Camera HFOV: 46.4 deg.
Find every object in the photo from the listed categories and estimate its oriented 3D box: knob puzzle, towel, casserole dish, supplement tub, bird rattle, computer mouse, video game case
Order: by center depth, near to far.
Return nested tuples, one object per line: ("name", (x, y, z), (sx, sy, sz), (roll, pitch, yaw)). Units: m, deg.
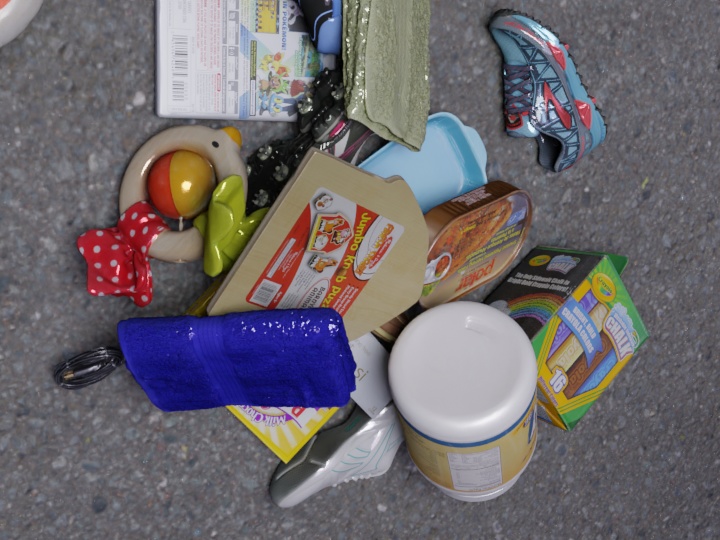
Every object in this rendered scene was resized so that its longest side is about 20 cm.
("towel", (-0.106, 0.087, 0.759), (0.196, 0.050, 0.148), (-5, 150, 6))
("knob puzzle", (-0.019, -0.008, 0.776), (0.216, 0.031, 0.223), (-15, 130, -19))
("bird rattle", (-0.169, -0.052, 0.783), (0.112, 0.196, 0.167), (32, 54, -60))
("towel", (0.030, -0.226, 0.808), (0.148, 0.036, 0.205), (8, 82, -61))
("video game case", (-0.108, -0.248, 0.811), (0.179, 0.022, 0.204), (-2, 103, -22))
("computer mouse", (-0.200, 0.076, 0.822), (0.196, 0.034, 0.059), (-10, 140, -12))
("supplement tub", (0.110, 0.142, 0.862), (0.143, 0.145, 0.201), (-33, 145, -12))
("casserole dish", (0.049, -0.085, 0.906), (0.199, 0.039, 0.122), (-36, 114, -10))

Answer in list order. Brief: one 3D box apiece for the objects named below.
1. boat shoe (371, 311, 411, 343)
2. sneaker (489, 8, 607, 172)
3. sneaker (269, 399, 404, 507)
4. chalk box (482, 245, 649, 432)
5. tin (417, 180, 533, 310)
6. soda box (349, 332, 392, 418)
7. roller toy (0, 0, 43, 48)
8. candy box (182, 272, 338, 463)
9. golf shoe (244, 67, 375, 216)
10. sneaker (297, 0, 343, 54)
("boat shoe", (0.000, 0.000, 0.844), (0.067, 0.072, 0.200), (-39, 125, 5))
("sneaker", (0.194, -0.190, 0.921), (0.095, 0.079, 0.200), (-44, 114, -5))
("sneaker", (-0.009, 0.207, 0.935), (0.199, 0.070, 0.081), (-35, 116, -12))
("chalk box", (0.234, 0.058, 0.963), (0.200, 0.124, 0.125), (-43, 114, -17))
("tin", (0.115, -0.029, 0.905), (0.198, 0.042, 0.114), (-24, 130, -41))
("soda box", (-0.035, 0.062, 0.889), (0.064, 0.068, 0.200), (-44, 115, -6))
("roller toy", (-0.341, -0.253, 0.646), (0.199, 0.139, 0.184), (37, 77, -31))
("candy box", (-0.109, 0.105, 0.892), (0.102, 0.026, 0.200), (-44, 114, -4))
("golf shoe", (-0.053, -0.100, 0.833), (0.200, 0.077, 0.088), (-46, 136, 10))
("sneaker", (-0.058, -0.301, 0.778), (0.076, 0.070, 0.204), (-5, 111, 1))
